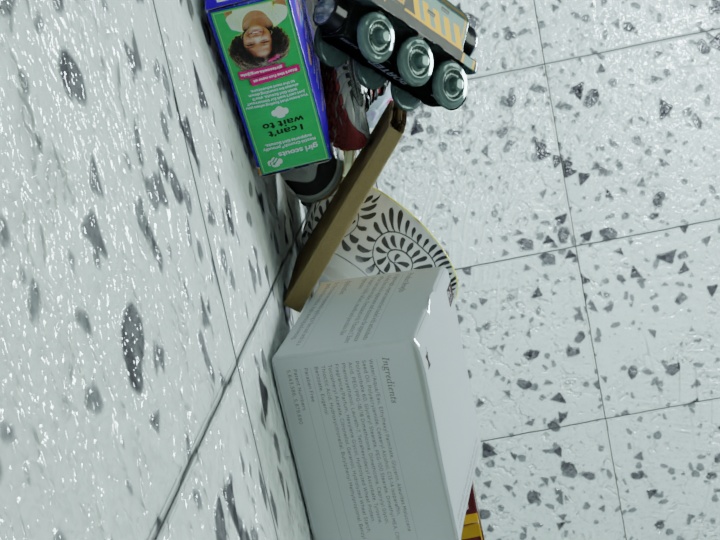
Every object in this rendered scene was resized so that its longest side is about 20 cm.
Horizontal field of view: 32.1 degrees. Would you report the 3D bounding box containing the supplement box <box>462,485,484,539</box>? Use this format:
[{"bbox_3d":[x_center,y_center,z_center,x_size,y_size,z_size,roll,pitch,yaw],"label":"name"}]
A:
[{"bbox_3d":[0.111,0.392,1.795,0.200,0.133,0.198,-91,170,-65],"label":"supplement box"}]

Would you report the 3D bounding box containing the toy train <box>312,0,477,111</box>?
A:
[{"bbox_3d":[0.039,-0.227,1.182,0.200,0.085,0.114,24,76,-41],"label":"toy train"}]

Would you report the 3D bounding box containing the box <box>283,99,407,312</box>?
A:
[{"bbox_3d":[-0.013,-0.067,1.229,0.200,0.021,0.164,-58,-173,15],"label":"box"}]

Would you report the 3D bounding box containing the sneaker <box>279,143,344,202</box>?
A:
[{"bbox_3d":[-0.074,-0.165,1.296,0.088,0.076,0.200,42,30,-61],"label":"sneaker"}]

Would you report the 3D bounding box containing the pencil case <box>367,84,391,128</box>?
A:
[{"bbox_3d":[0.016,-0.255,1.447,0.200,0.091,0.083,100,-21,-53],"label":"pencil case"}]

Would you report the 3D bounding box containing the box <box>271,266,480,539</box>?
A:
[{"bbox_3d":[0.023,0.124,1.139,0.199,0.131,0.200,-59,139,-68],"label":"box"}]

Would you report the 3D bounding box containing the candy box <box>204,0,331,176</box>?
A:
[{"bbox_3d":[-0.085,-0.217,1.137,0.200,0.077,0.169,73,6,-49],"label":"candy box"}]

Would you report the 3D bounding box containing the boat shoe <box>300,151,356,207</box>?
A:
[{"bbox_3d":[-0.038,-0.129,1.408,0.201,0.066,0.072,97,-2,-55],"label":"boat shoe"}]

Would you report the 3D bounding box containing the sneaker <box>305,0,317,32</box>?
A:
[{"bbox_3d":[-0.072,-0.245,1.416,0.075,0.082,0.200,-11,111,-56],"label":"sneaker"}]

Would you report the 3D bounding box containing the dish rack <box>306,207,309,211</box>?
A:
[{"bbox_3d":[-0.055,-0.167,1.553,0.153,0.054,0.200,-89,167,-67],"label":"dish rack"}]

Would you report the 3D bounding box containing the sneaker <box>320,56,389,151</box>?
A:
[{"bbox_3d":[0.000,-0.201,1.258,0.078,0.082,0.200,107,-14,-51],"label":"sneaker"}]

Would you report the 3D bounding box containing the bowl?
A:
[{"bbox_3d":[0.000,0.000,1.382,0.201,0.094,0.201,34,-24,17],"label":"bowl"}]

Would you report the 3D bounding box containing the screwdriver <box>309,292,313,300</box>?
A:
[{"bbox_3d":[-0.048,0.081,1.291,0.028,0.029,0.200,75,0,-45],"label":"screwdriver"}]
